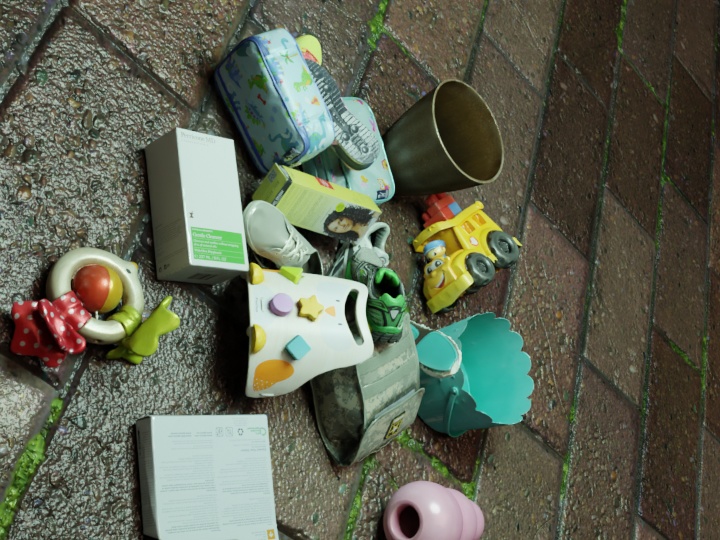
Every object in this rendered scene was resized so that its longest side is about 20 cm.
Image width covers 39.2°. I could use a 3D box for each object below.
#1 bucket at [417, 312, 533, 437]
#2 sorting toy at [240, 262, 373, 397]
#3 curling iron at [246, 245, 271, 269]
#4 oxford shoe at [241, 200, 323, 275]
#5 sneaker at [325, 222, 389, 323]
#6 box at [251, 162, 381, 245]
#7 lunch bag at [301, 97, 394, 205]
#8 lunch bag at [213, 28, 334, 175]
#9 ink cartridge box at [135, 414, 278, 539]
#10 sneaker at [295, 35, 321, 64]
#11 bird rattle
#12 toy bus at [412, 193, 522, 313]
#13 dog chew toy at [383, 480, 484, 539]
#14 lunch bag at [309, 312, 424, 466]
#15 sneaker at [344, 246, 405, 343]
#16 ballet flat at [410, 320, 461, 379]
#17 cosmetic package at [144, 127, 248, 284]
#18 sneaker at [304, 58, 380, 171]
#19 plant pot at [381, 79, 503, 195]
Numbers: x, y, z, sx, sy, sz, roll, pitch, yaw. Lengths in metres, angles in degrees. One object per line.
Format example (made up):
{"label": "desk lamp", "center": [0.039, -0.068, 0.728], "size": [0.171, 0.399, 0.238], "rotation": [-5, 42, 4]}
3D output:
{"label": "bucket", "center": [0.183, 0.180, 1.717], "size": [0.207, 0.135, 0.207], "rotation": [21, 59, -41]}
{"label": "sorting toy", "center": [-0.074, 0.068, 1.433], "size": [0.180, 0.107, 0.200], "rotation": [1, 59, -13]}
{"label": "curling iron", "center": [-0.137, -0.082, 1.563], "size": [0.050, 0.026, 0.200], "rotation": [47, 44, -35]}
{"label": "oxford shoe", "center": [-0.111, -0.037, 1.500], "size": [0.075, 0.058, 0.200], "rotation": [-59, 142, -19]}
{"label": "sneaker", "center": [0.000, 0.000, 1.635], "size": [0.074, 0.088, 0.200], "rotation": [37, 51, -34]}
{"label": "box", "center": [-0.065, -0.101, 1.567], "size": [0.200, 0.075, 0.050], "rotation": [15, 30, -40]}
{"label": "lunch bag", "center": [-0.030, -0.188, 1.689], "size": [0.160, 0.077, 0.200], "rotation": [-9, 80, -49]}
{"label": "lunch bag", "center": [-0.134, -0.252, 1.541], "size": [0.082, 0.161, 0.200], "rotation": [-28, 95, -36]}
{"label": "ink cartridge box", "center": [-0.198, 0.290, 1.326], "size": [0.200, 0.041, 0.200], "rotation": [9, 67, -46]}
{"label": "sneaker", "center": [-0.095, -0.326, 1.668], "size": [0.078, 0.090, 0.200], "rotation": [41, 46, -26]}
{"label": "bird rattle", "center": [-0.339, 0.048, 1.265], "size": [0.200, 0.113, 0.163], "rotation": [8, 55, -32]}
{"label": "toy bus", "center": [0.164, -0.045, 1.813], "size": [0.192, 0.136, 0.200], "rotation": [53, 44, 2]}
{"label": "dog chew toy", "center": [0.125, 0.394, 1.581], "size": [0.200, 0.124, 0.125], "rotation": [18, 61, -51]}
{"label": "lunch bag", "center": [0.014, 0.183, 1.545], "size": [0.164, 0.118, 0.200], "rotation": [-24, 107, -49]}
{"label": "sneaker", "center": [0.032, 0.021, 1.526], "size": [0.078, 0.085, 0.200], "rotation": [5, 31, -20]}
{"label": "ballet flat", "center": [0.103, 0.126, 1.630], "size": [0.072, 0.200, 0.072], "rotation": [-16, 120, -29]}
{"label": "cosmetic package", "center": [-0.232, -0.088, 1.420], "size": [0.108, 0.085, 0.200], "rotation": [5, 71, -45]}
{"label": "sneaker", "center": [-0.051, -0.239, 1.594], "size": [0.070, 0.082, 0.200], "rotation": [-33, 87, -17]}
{"label": "plant pot", "center": [0.113, -0.206, 1.759], "size": [0.187, 0.200, 0.187], "rotation": [23, 57, -40]}
